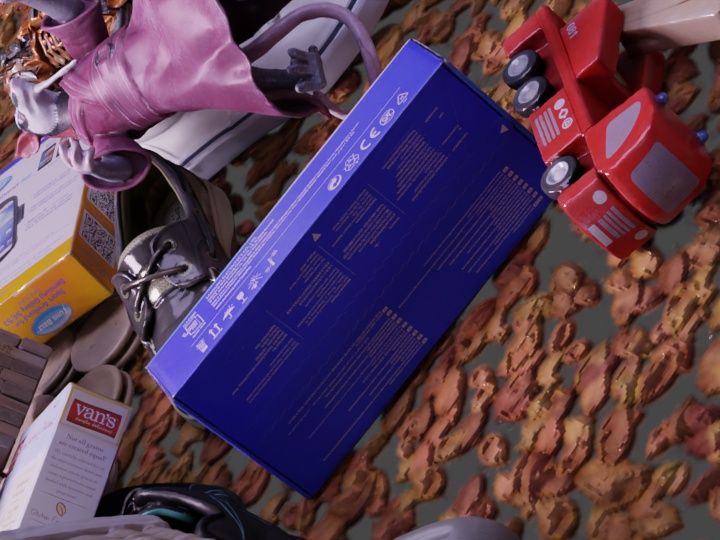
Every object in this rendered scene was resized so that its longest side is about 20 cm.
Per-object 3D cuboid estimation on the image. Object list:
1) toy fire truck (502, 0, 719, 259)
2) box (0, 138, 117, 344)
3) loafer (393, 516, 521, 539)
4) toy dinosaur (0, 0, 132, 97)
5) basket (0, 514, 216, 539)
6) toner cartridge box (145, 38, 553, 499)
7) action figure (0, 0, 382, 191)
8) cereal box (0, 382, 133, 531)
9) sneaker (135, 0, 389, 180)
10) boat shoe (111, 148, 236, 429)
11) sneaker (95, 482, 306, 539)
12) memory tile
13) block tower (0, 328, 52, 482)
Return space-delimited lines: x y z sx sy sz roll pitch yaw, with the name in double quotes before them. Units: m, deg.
"toy fire truck" 0.135 -0.109 1.236 0.141 0.049 0.200 -40 33 18
"box" -0.187 -0.020 1.558 0.119 0.041 0.200 -35 23 22
"loafer" -0.015 0.170 1.131 0.200 0.072 0.063 -31 43 26
"toy dinosaur" -0.153 -0.190 1.694 0.200 0.102 0.136 -27 51 7
"basket" -0.115 0.211 1.035 0.161 0.198 0.200 5 99 51
"toner cartridge box" 0.000 0.000 1.259 0.200 0.095 0.043 -51 31 1
"action figure" -0.112 -0.113 1.439 0.200 0.149 0.134 -24 74 39
"cereal box" -0.171 0.162 1.306 0.144 0.039 0.200 142 150 -69
"sneaker" -0.067 -0.117 1.492 0.200 0.071 0.073 -41 32 17
"boat shoe" -0.099 0.005 1.412 0.072 0.066 0.201 -42 31 18
"sneaker" -0.087 0.125 1.261 0.200 0.079 0.075 6 64 57
"memory tile" -0.175 0.074 1.492 0.153 0.017 0.200 -27 38 35
"block tower" -0.213 0.108 1.383 0.200 0.054 0.058 -76 9 -56
